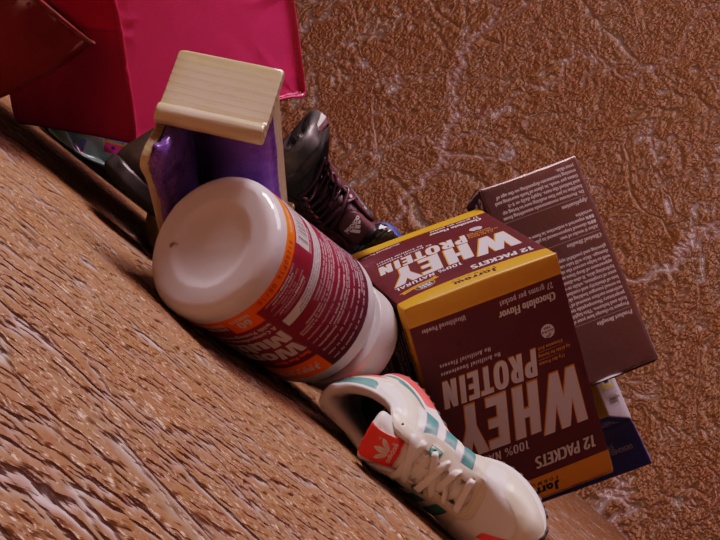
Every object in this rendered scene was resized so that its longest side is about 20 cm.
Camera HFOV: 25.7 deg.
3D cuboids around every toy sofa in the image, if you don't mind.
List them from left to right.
[{"bbox_3d":[-0.103,-0.065,1.186,0.083,0.098,0.200,13,-29,7],"label":"toy sofa"}]

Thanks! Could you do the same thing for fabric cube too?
[{"bbox_3d":[-0.193,-0.235,1.413,0.199,0.196,0.201,13,-64,46],"label":"fabric cube"}]

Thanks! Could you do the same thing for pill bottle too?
[{"bbox_3d":[-0.057,0.018,1.169,0.110,0.110,0.200,41,1,38],"label":"pill bottle"}]

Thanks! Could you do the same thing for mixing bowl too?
[{"bbox_3d":[-0.320,-0.205,1.247,0.200,0.108,0.200,40,2,-2],"label":"mixing bowl"}]

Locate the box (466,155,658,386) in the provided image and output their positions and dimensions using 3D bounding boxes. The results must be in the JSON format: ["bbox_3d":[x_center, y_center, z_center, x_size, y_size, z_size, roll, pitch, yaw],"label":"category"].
[{"bbox_3d":[0.181,0.009,1.430,0.075,0.100,0.201,118,-48,-77],"label":"box"}]

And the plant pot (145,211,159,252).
[{"bbox_3d":[-0.114,0.019,1.372,0.200,0.028,0.200,40,2,-2],"label":"plant pot"}]

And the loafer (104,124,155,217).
[{"bbox_3d":[-0.122,-0.051,1.330,0.200,0.071,0.073,39,1,-34],"label":"loafer"}]

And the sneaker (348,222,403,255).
[{"bbox_3d":[0.000,0.000,1.489,0.200,0.075,0.079,112,-34,-65],"label":"sneaker"}]

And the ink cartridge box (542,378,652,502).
[{"bbox_3d":[0.160,0.125,1.532,0.047,0.197,0.201,-11,77,-48],"label":"ink cartridge box"}]

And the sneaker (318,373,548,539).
[{"bbox_3d":[0.045,0.144,1.139,0.093,0.070,0.200,10,27,-50],"label":"sneaker"}]

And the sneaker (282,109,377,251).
[{"bbox_3d":[-0.026,-0.069,1.339,0.115,0.076,0.200,43,-4,-4],"label":"sneaker"}]

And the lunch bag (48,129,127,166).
[{"bbox_3d":[-0.247,-0.164,1.682,0.199,0.122,0.170,11,15,-18],"label":"lunch bag"}]

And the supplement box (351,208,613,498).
[{"bbox_3d":[0.096,0.076,1.335,0.200,0.132,0.198,-137,-151,-71],"label":"supplement box"}]
